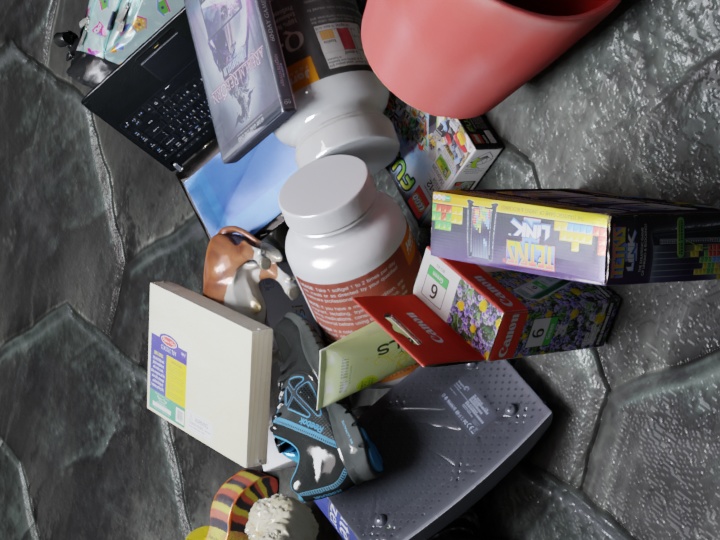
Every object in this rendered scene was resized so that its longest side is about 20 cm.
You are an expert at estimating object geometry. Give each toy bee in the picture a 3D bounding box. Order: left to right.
[{"bbox_3d":[-0.136,0.312,1.946,0.131,0.108,0.202,-20,78,49],"label":"toy bee"}]

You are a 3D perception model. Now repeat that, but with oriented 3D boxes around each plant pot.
[{"bbox_3d":[0.096,-0.231,1.544,0.178,0.199,0.201,-54,53,51],"label":"plant pot"}]

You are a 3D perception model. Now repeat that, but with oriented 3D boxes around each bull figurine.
[{"bbox_3d":[-0.117,0.059,1.831,0.121,0.065,0.202,7,102,48],"label":"bull figurine"}]

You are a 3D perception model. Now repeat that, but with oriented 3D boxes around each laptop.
[{"bbox_3d":[-0.144,-0.134,1.829,0.177,0.200,0.104,-37,34,24],"label":"laptop"}]

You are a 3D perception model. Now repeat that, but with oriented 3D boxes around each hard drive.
[{"bbox_3d":[0.064,0.156,1.641,0.200,0.042,0.135,-40,51,-1],"label":"hard drive"}]

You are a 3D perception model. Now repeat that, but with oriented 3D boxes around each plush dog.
[{"bbox_3d":[-0.099,0.340,1.821,0.172,0.160,0.200,-49,68,21],"label":"plush dog"}]

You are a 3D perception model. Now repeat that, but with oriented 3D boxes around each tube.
[{"bbox_3d":[0.045,0.056,1.612,0.052,0.199,0.058,0,112,62],"label":"tube"}]

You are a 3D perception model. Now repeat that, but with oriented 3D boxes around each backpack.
[{"bbox_3d":[-0.206,-0.275,1.957,0.126,0.166,0.201,29,102,45],"label":"backpack"}]

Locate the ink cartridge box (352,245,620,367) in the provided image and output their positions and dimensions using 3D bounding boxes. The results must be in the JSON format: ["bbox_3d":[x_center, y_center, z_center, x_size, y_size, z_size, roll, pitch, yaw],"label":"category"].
[{"bbox_3d":[0.104,0.023,1.533,0.109,0.199,0.051,42,125,41],"label":"ink cartridge box"}]

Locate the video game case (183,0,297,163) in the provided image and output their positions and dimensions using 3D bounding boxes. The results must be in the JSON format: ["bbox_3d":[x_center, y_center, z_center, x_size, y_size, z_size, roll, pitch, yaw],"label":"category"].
[{"bbox_3d":[-0.115,-0.214,1.700,0.143,0.019,0.201,-32,69,59],"label":"video game case"}]

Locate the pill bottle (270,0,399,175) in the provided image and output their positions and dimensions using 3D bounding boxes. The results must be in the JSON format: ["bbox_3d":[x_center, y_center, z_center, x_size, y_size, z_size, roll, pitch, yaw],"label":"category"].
[{"bbox_3d":[-0.041,-0.184,1.712,0.116,0.116,0.201,-43,60,45],"label":"pill bottle"}]

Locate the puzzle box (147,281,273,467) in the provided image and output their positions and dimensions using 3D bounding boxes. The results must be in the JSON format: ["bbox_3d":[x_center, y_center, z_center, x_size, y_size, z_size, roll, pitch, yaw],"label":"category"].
[{"bbox_3d":[-0.148,0.095,1.797,0.200,0.025,0.134,23,114,53],"label":"puzzle box"}]

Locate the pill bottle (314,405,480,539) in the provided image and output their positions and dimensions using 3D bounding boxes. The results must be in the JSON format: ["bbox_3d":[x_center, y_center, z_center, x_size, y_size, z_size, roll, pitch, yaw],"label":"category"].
[{"bbox_3d":[0.039,0.225,1.709,0.200,0.111,0.112,47,128,39],"label":"pill bottle"}]

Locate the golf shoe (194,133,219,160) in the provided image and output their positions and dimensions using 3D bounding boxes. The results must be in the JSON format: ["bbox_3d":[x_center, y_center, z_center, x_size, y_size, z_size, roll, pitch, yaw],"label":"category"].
[{"bbox_3d":[-0.111,-0.203,1.908,0.094,0.078,0.202,8,99,29],"label":"golf shoe"}]

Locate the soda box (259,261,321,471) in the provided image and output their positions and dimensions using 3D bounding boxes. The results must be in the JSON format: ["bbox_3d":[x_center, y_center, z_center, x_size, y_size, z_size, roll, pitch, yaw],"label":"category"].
[{"bbox_3d":[-0.077,0.096,1.885,0.068,0.063,0.201,-27,72,50],"label":"soda box"}]

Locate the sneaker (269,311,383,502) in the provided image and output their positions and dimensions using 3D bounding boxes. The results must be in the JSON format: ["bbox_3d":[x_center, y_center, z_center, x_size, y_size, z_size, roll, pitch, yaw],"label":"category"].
[{"bbox_3d":[-0.050,0.116,1.654,0.073,0.082,0.201,60,-177,-45],"label":"sneaker"}]

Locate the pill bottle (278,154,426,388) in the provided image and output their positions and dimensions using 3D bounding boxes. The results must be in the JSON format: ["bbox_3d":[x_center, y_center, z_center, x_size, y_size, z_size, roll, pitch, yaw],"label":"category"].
[{"bbox_3d":[0.000,0.000,1.668,0.112,0.112,0.201,29,151,47],"label":"pill bottle"}]

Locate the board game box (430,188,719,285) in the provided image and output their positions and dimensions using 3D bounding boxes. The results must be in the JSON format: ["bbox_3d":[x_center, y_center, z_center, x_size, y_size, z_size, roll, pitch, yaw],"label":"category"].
[{"bbox_3d":[0.179,-0.028,1.461,0.199,0.164,0.057,11,102,52],"label":"board game box"}]

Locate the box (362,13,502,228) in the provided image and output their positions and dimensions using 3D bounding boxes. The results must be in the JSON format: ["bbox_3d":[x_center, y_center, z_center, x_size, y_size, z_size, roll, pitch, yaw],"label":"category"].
[{"bbox_3d":[0.049,-0.150,1.723,0.110,0.035,0.201,-55,52,39],"label":"box"}]
